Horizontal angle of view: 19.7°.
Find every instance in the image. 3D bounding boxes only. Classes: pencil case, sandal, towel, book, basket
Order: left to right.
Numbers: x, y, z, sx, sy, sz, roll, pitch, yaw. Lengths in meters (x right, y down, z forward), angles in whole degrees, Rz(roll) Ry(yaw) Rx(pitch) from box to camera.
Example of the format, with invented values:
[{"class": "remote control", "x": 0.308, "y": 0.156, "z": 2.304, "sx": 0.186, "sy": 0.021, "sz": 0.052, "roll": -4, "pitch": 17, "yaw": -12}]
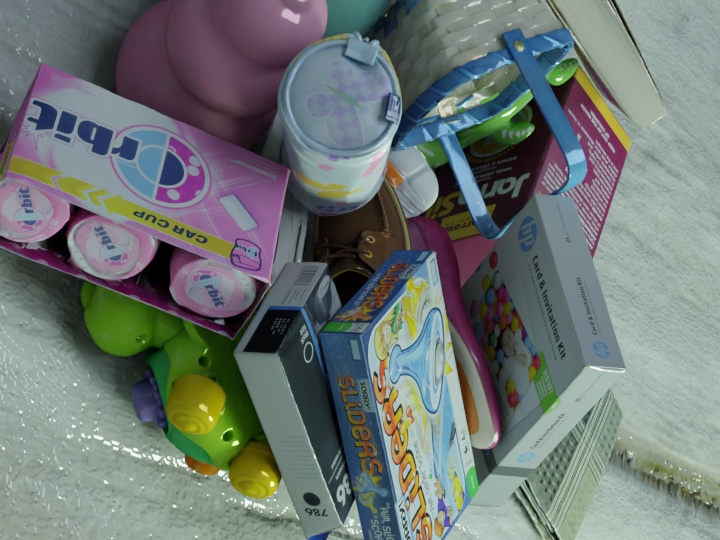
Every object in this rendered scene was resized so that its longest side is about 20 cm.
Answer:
[{"class": "sandal", "x": -0.029, "y": -0.045, "z": 1.650, "sx": 0.206, "sy": 0.059, "sz": 0.080, "roll": -30, "pitch": 87, "yaw": -33}, {"class": "pencil case", "x": -0.017, "y": -0.099, "z": 1.444, "sx": 0.200, "sy": 0.082, "sz": 0.092, "roll": 102, "pitch": -5, "yaw": -79}, {"class": "basket", "x": 0.097, "y": -0.136, "z": 1.621, "sx": 0.138, "sy": 0.176, "sz": 0.202, "roll": -17, "pitch": 82, "yaw": -26}, {"class": "towel", "x": 0.167, "y": 0.126, "z": 1.877, "sx": 0.193, "sy": 0.034, "sz": 0.201, "roll": 60, "pitch": 38, "yaw": -26}, {"class": "book", "x": 0.193, "y": -0.192, "z": 1.714, "sx": 0.134, "sy": 0.048, "sz": 0.200, "roll": 58, "pitch": 5, "yaw": -13}]

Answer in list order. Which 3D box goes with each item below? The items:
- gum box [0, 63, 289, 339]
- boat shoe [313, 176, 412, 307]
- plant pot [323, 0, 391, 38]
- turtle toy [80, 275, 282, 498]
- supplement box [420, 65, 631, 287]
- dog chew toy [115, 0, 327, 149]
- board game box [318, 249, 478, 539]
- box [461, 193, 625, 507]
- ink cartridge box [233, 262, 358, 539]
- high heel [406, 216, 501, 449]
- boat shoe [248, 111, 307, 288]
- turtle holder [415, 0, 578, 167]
[{"class": "gum box", "x": -0.155, "y": -0.049, "z": 1.391, "sx": 0.199, "sy": 0.066, "sz": 0.114, "roll": 22, "pitch": 43, "yaw": -14}, {"class": "boat shoe", "x": 0.000, "y": 0.000, "z": 1.549, "sx": 0.068, "sy": 0.071, "sz": 0.202, "roll": 44, "pitch": 37, "yaw": -67}, {"class": "plant pot", "x": -0.046, "y": -0.241, "z": 1.591, "sx": 0.201, "sy": 0.198, "sz": 0.136, "roll": -58, "pitch": 149, "yaw": -43}, {"class": "turtle toy", "x": -0.114, "y": 0.064, "z": 1.463, "sx": 0.200, "sy": 0.100, "sz": 0.147, "roll": 49, "pitch": 46, "yaw": -33}, {"class": "supplement box", "x": 0.140, "y": -0.065, "z": 1.810, "sx": 0.103, "sy": 0.130, "sz": 0.201, "roll": 50, "pitch": 44, "yaw": -30}, {"class": "dog chew toy", "x": -0.091, "y": -0.157, "z": 1.467, "sx": 0.124, "sy": 0.200, "sz": 0.126, "roll": 14, "pitch": 62, "yaw": -29}, {"class": "board game box", "x": 0.031, "y": 0.104, "z": 1.486, "sx": 0.135, "sy": 0.034, "sz": 0.202, "roll": -47, "pitch": 132, "yaw": -53}, {"class": "box", "x": 0.120, "y": 0.064, "z": 1.586, "sx": 0.041, "sy": 0.200, "sz": 0.157, "roll": 6, "pitch": 53, "yaw": -27}, {"class": "ink cartridge box", "x": -0.028, "y": 0.102, "z": 1.449, "sx": 0.100, "sy": 0.039, "sz": 0.201, "roll": -63, "pitch": 145, "yaw": -45}, {"class": "high heel", "x": 0.074, "y": 0.046, "z": 1.608, "sx": 0.095, "sy": 0.067, "sz": 0.201, "roll": -6, "pitch": 56, "yaw": -48}, {"class": "boat shoe", "x": -0.068, "y": -0.063, "z": 1.565, "sx": 0.066, "sy": 0.072, "sz": 0.201, "roll": 38, "pitch": 35, "yaw": -38}, {"class": "turtle holder", "x": 0.079, "y": -0.177, "z": 1.777, "sx": 0.132, "sy": 0.185, "sz": 0.141, "roll": 48, "pitch": 6, "yaw": -27}]
